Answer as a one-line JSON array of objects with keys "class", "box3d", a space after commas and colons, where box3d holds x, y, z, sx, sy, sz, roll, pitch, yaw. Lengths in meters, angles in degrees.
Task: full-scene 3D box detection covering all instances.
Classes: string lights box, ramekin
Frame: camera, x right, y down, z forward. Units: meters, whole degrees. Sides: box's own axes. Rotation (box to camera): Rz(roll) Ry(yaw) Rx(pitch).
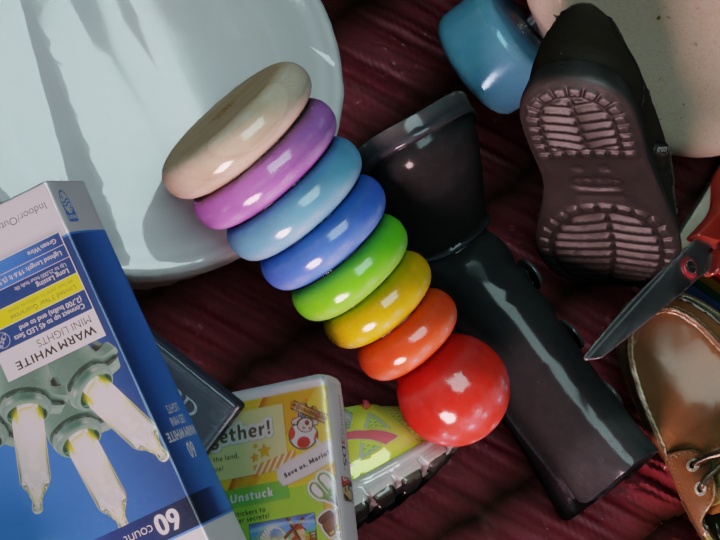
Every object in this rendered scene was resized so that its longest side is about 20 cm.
[{"class": "string lights box", "box3d": [-0.135, 0.070, 1.245, 0.103, 0.059, 0.200, -26, 87, 11]}, {"class": "ramekin", "box3d": [-0.116, -0.082, 1.369, 0.202, 0.094, 0.203, 3, 75, -10]}]

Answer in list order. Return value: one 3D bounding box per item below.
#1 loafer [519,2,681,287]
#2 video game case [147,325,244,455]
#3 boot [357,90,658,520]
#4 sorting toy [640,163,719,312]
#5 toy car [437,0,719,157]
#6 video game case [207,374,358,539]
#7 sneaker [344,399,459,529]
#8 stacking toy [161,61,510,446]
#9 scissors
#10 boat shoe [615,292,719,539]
[{"class": "loafer", "box3d": [0.123, -0.058, 1.338, 0.073, 0.200, 0.071, 6, 61, 12]}, {"class": "video game case", "box3d": [-0.169, 0.097, 1.292, 0.143, 0.019, 0.200, 38, 97, 7]}, {"class": "boot", "box3d": [0.072, 0.021, 1.342, 0.066, 0.165, 0.200, -30, 82, -5]}, {"class": "sorting toy", "box3d": [0.274, -0.001, 1.432, 0.199, 0.070, 0.200, 34, 71, 0]}, {"class": "toy car", "box3d": [0.146, -0.171, 1.429, 0.177, 0.184, 0.200, 40, 24, -32]}, {"class": "video game case", "box3d": [-0.091, 0.156, 1.290, 0.200, 0.023, 0.182, -13, 75, 24]}, {"class": "sneaker", "box3d": [-0.034, 0.091, 1.347, 0.200, 0.078, 0.090, -26, 78, -16]}, {"class": "stacking toy", "box3d": [0.000, 0.000, 1.293, 0.085, 0.085, 0.200, -46, 104, -18]}, {"class": "scissors", "box3d": [0.159, -0.011, 1.327, 0.200, 0.014, 0.073, -18, 88, -42]}, {"class": "boat shoe", "box3d": [0.191, 0.099, 1.365, 0.072, 0.068, 0.200, -32, 92, 12]}]
